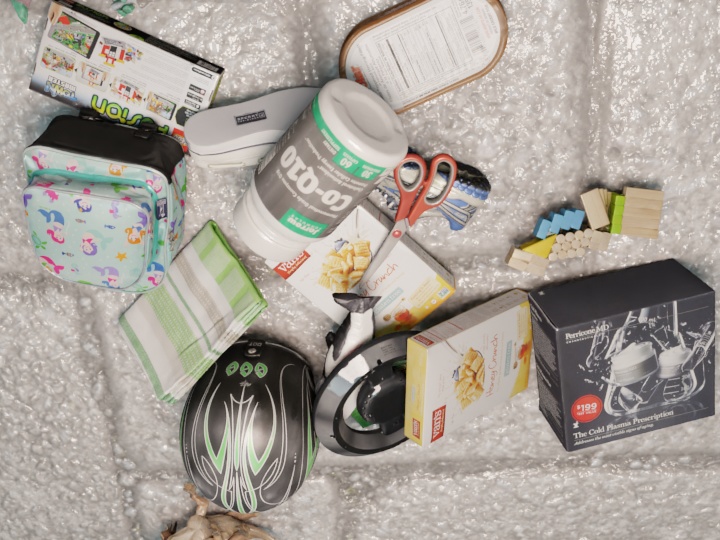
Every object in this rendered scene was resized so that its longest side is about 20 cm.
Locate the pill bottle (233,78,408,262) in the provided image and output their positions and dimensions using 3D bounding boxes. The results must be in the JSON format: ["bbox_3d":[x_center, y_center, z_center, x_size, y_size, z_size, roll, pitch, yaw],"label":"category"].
[{"bbox_3d":[-0.049,-0.102,0.887,0.113,0.113,0.200,36,128,-14],"label":"pill bottle"}]

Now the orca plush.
[{"bbox_3d":[-0.031,0.099,1.019,0.105,0.071,0.200,-29,138,-27],"label":"orca plush"}]

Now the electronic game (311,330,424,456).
[{"bbox_3d":[0.031,0.159,1.030,0.200,0.042,0.200,-17,131,-20],"label":"electronic game"}]

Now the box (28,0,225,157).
[{"bbox_3d":[-0.271,-0.223,0.942,0.200,0.035,0.110,23,115,-9],"label":"box"}]

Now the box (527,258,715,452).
[{"bbox_3d":[0.327,0.105,1.020,0.200,0.104,0.182,-14,114,-3],"label":"box"}]

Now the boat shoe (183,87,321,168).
[{"bbox_3d":[-0.103,-0.158,0.950,0.200,0.072,0.066,-15,153,-9],"label":"boat shoe"}]

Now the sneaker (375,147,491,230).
[{"bbox_3d":[0.050,-0.097,0.970,0.200,0.077,0.085,19,119,-6],"label":"sneaker"}]

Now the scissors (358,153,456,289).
[{"bbox_3d":[0.054,-0.051,0.955,0.073,0.014,0.200,9,123,-14],"label":"scissors"}]

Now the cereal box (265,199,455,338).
[{"bbox_3d":[0.000,0.000,1.026,0.200,0.040,0.144,40,114,-16],"label":"cereal box"}]

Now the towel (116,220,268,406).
[{"bbox_3d":[-0.220,0.054,1.029,0.200,0.031,0.149,-46,66,18],"label":"towel"}]

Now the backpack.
[{"bbox_3d":[-0.296,-0.062,0.954,0.177,0.151,0.200,11,136,-1],"label":"backpack"}]

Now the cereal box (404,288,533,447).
[{"bbox_3d":[0.140,0.120,1.023,0.200,0.039,0.144,-22,124,-35],"label":"cereal box"}]

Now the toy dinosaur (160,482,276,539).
[{"bbox_3d":[-0.221,0.398,1.220,0.200,0.086,0.136,12,128,-21],"label":"toy dinosaur"}]

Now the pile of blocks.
[{"bbox_3d":[0.266,-0.056,0.991,0.200,0.062,0.082,-19,102,3],"label":"pile of blocks"}]

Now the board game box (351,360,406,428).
[{"bbox_3d":[0.068,0.146,1.095,0.200,0.023,0.105,-24,136,12],"label":"board game box"}]

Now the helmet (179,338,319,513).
[{"bbox_3d":[-0.142,0.210,1.050,0.200,0.191,0.200,4,142,3],"label":"helmet"}]

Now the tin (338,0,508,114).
[{"bbox_3d":[0.069,-0.249,0.916,0.200,0.042,0.112,-23,109,13],"label":"tin"}]

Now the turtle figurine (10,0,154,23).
[{"bbox_3d":[-0.282,-0.337,0.851,0.200,0.101,0.150,-27,150,-10],"label":"turtle figurine"}]
